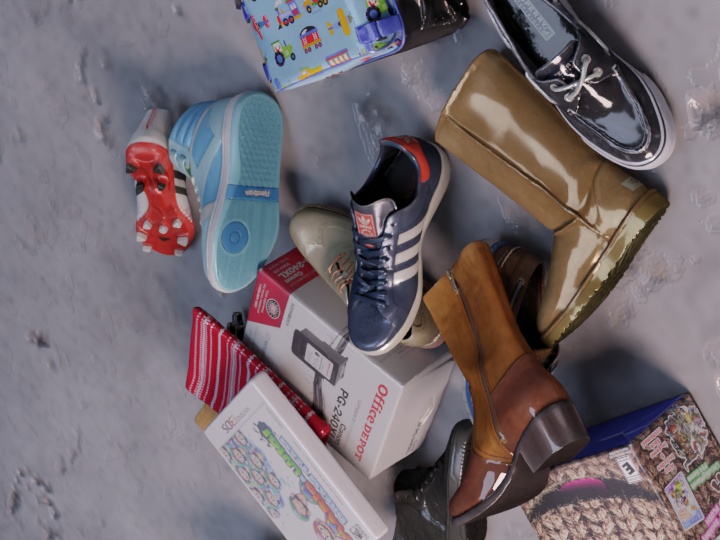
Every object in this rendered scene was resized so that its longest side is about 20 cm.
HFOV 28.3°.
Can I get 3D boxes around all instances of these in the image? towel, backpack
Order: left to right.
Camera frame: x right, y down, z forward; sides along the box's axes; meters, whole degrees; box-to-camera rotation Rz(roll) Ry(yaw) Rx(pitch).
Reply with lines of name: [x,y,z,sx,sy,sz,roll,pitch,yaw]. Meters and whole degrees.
towel: [-0.112,0.141,1.493,0.200,0.022,0.145,41,146,20]
backpack: [-0.025,-0.270,1.201,0.182,0.134,0.201,-8,104,46]

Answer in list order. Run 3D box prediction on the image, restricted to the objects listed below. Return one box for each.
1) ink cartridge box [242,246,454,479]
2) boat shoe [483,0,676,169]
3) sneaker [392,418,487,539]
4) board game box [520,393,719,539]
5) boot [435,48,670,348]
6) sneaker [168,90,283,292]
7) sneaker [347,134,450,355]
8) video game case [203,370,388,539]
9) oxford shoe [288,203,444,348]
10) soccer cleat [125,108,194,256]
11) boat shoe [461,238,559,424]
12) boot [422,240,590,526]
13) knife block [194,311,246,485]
ink cartridge box: [-0.018,0.089,1.438,0.200,0.083,0.146,38,135,23]
boat shoe: [0.166,-0.159,1.112,0.072,0.068,0.200,-40,80,25]
sneaker: [0.074,0.223,1.442,0.104,0.060,0.200,19,128,31]
board game box: [0.253,0.232,1.241,0.159,0.097,0.200,-30,90,49]
boot: [0.141,-0.059,1.204,0.200,0.066,0.175,42,117,18]
sneaker: [-0.145,-0.081,1.444,0.130,0.079,0.201,7,86,48]
sneaker: [0.016,-0.026,1.269,0.075,0.084,0.201,11,86,33]
video game case: [-0.071,0.213,1.464,0.200,0.024,0.182,51,149,5]
oxford shoe: [0.000,0.000,1.361,0.200,0.074,0.071,37,107,23]
soccer cleat: [-0.214,-0.091,1.549,0.068,0.085,0.200,6,146,7]
boat shoe: [0.137,0.073,1.284,0.072,0.072,0.201,14,122,38]
boot: [0.095,0.103,1.235,0.200,0.068,0.188,62,147,24]
knife block: [-0.106,0.148,1.574,0.200,0.064,0.176,50,139,11]
